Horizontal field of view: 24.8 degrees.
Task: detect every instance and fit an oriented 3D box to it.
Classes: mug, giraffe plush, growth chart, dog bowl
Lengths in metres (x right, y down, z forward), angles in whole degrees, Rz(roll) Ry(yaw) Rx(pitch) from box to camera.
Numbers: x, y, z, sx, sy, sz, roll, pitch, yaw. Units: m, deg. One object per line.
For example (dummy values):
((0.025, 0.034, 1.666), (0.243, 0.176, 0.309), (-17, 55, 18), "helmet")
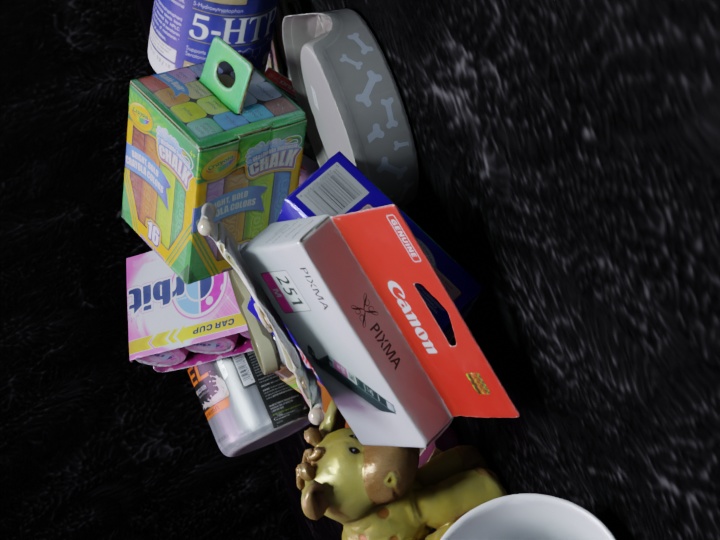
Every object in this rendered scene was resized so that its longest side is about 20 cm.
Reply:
((0.151, 0.278, 1.177), (0.199, 0.148, 0.176), (28, 157, 30), "mug")
((0.017, 0.200, 1.480), (0.163, 0.199, 0.173), (58, 180, -28), "giraffe plush")
((-0.080, 0.030, 1.336), (0.201, 0.018, 0.145), (59, 180, -1), "growth chart")
((-0.007, -0.135, 1.425), (0.200, 0.058, 0.202), (160, 90, -81), "dog bowl")

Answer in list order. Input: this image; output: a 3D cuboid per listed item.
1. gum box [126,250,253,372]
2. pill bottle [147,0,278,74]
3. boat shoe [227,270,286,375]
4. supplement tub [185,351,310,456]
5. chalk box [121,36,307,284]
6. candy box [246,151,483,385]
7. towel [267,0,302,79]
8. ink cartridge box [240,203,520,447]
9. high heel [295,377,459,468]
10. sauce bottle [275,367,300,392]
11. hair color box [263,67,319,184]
((-0.156, 0.029, 1.703), (0.066, 0.199, 0.115), (26, -125, -54), "gum box")
((-0.133, -0.280, 1.554), (0.120, 0.119, 0.201), (-119, 33, -44), "pill bottle")
((-0.088, 0.015, 1.585), (0.075, 0.068, 0.201), (82, 169, -50), "boat shoe")
((-0.133, 0.092, 1.802), (0.123, 0.122, 0.201), (108, 138, -76), "supplement tub")
((-0.135, -0.113, 1.508), (0.124, 0.123, 0.201), (43, 138, 37), "chalk box")
((-0.002, 0.024, 1.382), (0.169, 0.077, 0.200), (44, 150, 10), "candy box")
((-0.102, -0.276, 1.734), (0.172, 0.048, 0.201), (83, 164, -45), "towel")
((0.013, 0.049, 1.271), (0.173, 0.044, 0.201), (-6, 120, 56), "ink cartridge box")
((0.017, 0.135, 1.604), (0.199, 0.068, 0.096), (29, -168, -15), "high heel")
((-0.008, 0.132, 1.745), (0.199, 0.065, 0.065), (36, -176, -22), "sauce bottle")
((-0.070, -0.127, 1.676), (0.101, 0.062, 0.200), (32, 167, 2), "hair color box")
